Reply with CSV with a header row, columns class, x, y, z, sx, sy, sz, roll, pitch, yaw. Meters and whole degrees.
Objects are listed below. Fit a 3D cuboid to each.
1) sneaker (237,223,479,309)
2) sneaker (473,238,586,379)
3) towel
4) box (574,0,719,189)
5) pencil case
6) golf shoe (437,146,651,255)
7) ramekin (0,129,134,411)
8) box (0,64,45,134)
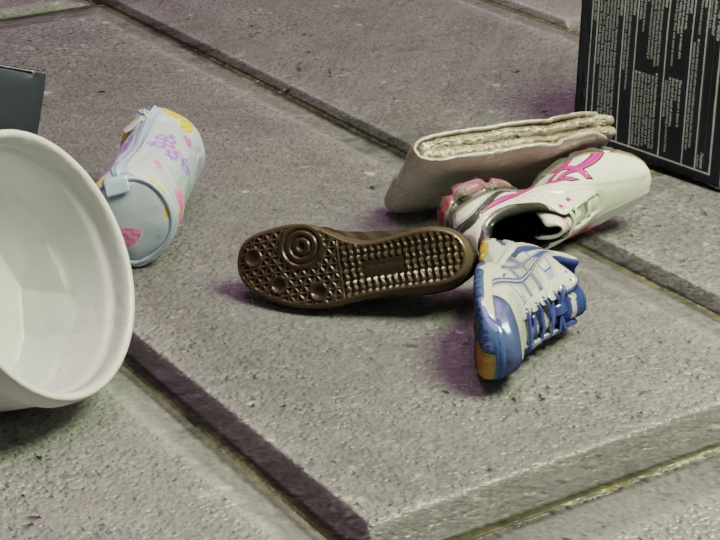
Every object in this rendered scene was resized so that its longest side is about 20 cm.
class,x,y,z,sx,sy,sz,roll,pitch,yaw
sneaker,0.000,0.000,1.457,0.200,0.071,0.076,1,-7,15
sneaker,0.133,0.023,1.369,0.088,0.075,0.200,3,24,7
towel,0.127,-0.096,1.608,0.200,0.035,0.133,-9,-19,-16
box,0.329,-0.209,1.751,0.123,0.200,0.198,-18,30,-36
pencil case,-0.193,-0.080,1.585,0.083,0.091,0.200,2,24,3
golf shoe,0.174,-0.050,1.551,0.200,0.073,0.092,-17,32,-14
ramekin,-0.264,0.008,1.255,0.105,0.200,0.200,-17,13,30
box,-0.439,-0.156,1.656,0.200,0.118,0.197,12,5,26
